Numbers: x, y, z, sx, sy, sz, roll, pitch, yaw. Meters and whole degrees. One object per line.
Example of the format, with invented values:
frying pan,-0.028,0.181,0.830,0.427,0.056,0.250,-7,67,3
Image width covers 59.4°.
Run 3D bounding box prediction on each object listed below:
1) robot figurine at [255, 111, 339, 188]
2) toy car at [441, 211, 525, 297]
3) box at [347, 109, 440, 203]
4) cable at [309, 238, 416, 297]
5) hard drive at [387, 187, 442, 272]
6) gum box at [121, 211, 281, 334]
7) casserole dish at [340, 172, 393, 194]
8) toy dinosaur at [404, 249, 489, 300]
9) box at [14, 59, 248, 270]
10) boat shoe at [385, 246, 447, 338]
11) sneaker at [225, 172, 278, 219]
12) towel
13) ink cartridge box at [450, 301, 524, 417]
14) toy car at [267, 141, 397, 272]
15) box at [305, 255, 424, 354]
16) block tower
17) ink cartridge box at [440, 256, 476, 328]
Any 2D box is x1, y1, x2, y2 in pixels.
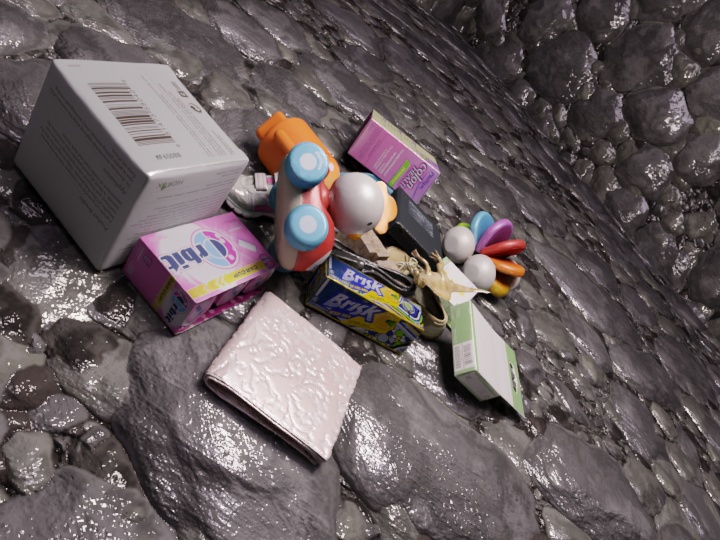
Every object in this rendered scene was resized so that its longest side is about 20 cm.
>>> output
robot figurine,-0.115,-0.204,1.192,0.116,0.145,0.201,-25,68,-34
toy car,0.297,-0.047,1.438,0.173,0.150,0.202,1,49,-48
box,0.077,-0.269,1.483,0.199,0.097,0.176,35,18,-11
cable,0.000,0.000,1.103,0.197,0.051,0.098,20,30,-12
hard drive,0.114,-0.083,1.298,0.139,0.033,0.201,44,21,-16
gum box,-0.210,-0.005,0.875,0.114,0.066,0.199,46,30,9
casserole dish,0.011,-0.154,1.351,0.199,0.039,0.122,-12,60,-54
toy dinosaur,0.139,0.017,1.135,0.198,0.058,0.102,12,37,-43
box,-0.301,-0.145,0.843,0.199,0.172,0.199,48,30,10
boat shoe,0.101,0.029,1.180,0.072,0.063,0.203,-15,62,-20
sneaker,-0.154,-0.137,1.087,0.198,0.088,0.082,18,38,-35
towel,-0.096,0.140,0.861,0.190,0.032,0.201,39,31,-7
ink cartridge box,0.232,0.170,1.159,0.200,0.047,0.147,46,33,-39
toy car,-0.032,-0.085,0.971,0.196,0.184,0.181,3,77,-16
box,0.008,0.058,1.047,0.198,0.070,0.065,29,30,-22
block tower,0.025,-0.009,1.168,0.054,0.058,0.202,-2,53,-50
ink cartridge box,0.208,0.073,1.286,0.200,0.048,0.145,45,30,10
